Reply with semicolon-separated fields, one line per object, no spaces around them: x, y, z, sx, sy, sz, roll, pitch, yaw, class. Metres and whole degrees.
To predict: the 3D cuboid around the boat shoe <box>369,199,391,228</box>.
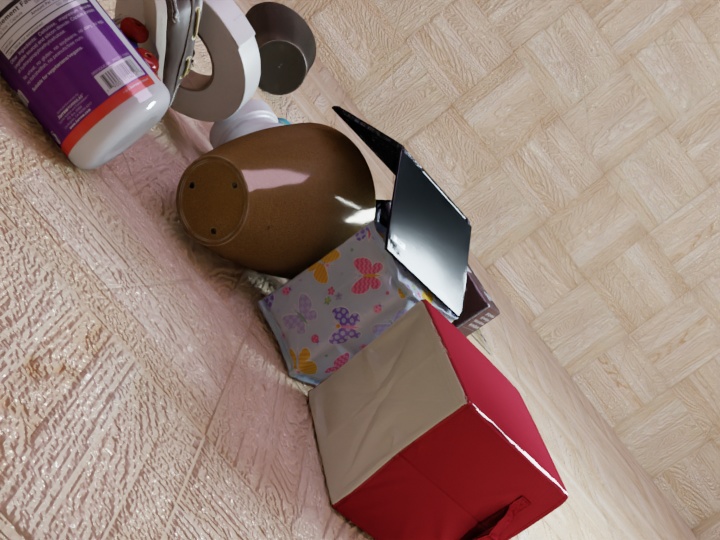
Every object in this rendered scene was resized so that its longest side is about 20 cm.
0.000;0.000;1.199;0.075;0.092;0.202;-36;127;-48;boat shoe

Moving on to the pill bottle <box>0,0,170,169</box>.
-0.274;-0.200;0.901;0.201;0.112;0.113;51;12;-5;pill bottle

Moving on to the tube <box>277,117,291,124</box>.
-0.143;-0.195;1.463;0.077;0.051;0.200;34;15;0;tube

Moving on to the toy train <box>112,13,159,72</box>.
-0.300;-0.258;1.080;0.115;0.085;0.201;25;27;-38;toy train

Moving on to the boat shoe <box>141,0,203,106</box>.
-0.222;-0.255;1.152;0.201;0.059;0.072;113;-42;-57;boat shoe

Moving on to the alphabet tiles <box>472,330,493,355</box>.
0.226;0.089;2.264;0.200;0.008;0.168;46;14;-33;alphabet tiles

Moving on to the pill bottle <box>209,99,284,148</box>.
-0.112;-0.117;1.279;0.201;0.115;0.116;57;13;22;pill bottle

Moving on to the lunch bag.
0.007;0.049;1.122;0.200;0.169;0.128;28;30;-59;lunch bag

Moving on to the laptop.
0.042;-0.068;1.115;0.200;0.104;0.177;38;-3;42;laptop

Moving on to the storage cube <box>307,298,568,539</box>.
0.072;0.174;1.004;0.180;0.170;0.201;43;15;-32;storage cube

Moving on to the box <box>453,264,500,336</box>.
0.082;0.020;1.466;0.201;0.163;0.166;57;8;12;box

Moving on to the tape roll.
-0.213;-0.277;1.212;0.203;0.202;0.037;50;52;-14;tape roll

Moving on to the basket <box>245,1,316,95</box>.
-0.165;-0.445;2.023;0.180;0.136;0.201;43;18;-24;basket

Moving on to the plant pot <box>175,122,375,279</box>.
-0.108;-0.078;1.088;0.187;0.186;0.199;55;23;14;plant pot
